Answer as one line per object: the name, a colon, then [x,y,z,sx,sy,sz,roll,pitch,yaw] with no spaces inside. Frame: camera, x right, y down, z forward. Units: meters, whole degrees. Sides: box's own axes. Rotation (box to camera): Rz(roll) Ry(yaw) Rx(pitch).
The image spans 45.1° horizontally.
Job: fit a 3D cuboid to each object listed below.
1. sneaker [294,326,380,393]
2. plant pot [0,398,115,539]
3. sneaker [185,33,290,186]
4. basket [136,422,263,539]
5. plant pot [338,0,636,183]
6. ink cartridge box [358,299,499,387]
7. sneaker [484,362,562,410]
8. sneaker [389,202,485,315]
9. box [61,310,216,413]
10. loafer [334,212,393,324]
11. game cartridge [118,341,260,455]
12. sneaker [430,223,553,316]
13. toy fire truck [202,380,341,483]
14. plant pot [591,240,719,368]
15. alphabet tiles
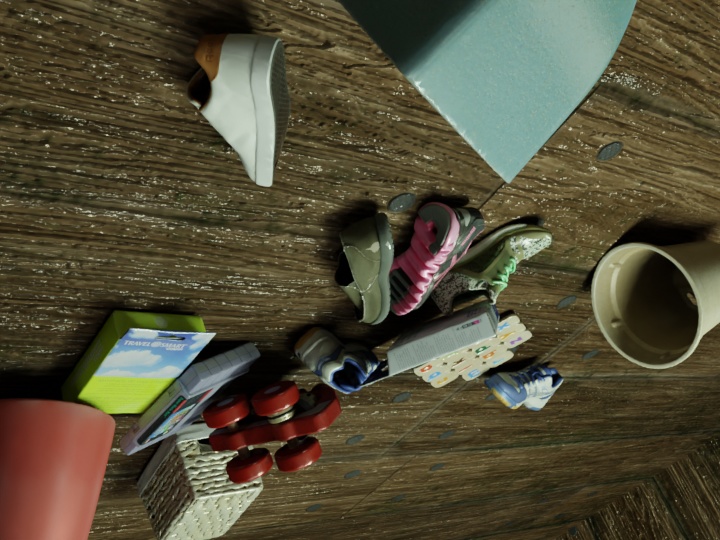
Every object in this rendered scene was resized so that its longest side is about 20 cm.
sneaker: [-0.020,0.152,1.278,0.075,0.088,0.200,-48,146,9]
plant pot: [-0.412,0.271,1.075,0.200,0.177,0.200,-3,155,-1]
sneaker: [-0.112,-0.150,0.800,0.085,0.073,0.200,11,153,3]
basket: [-0.257,0.343,1.392,0.136,0.123,0.200,0,142,-35]
plant pot: [0.104,-0.232,0.690,0.200,0.196,0.196,-43,145,13]
ink cartridge box: [0.098,0.098,1.238,0.200,0.043,0.196,-21,180,10]
sneaker: [0.303,0.203,1.605,0.088,0.075,0.200,-49,149,18]
sneaker: [0.097,-0.014,1.138,0.095,0.079,0.200,-14,151,-38]
box: [-0.282,0.114,1.091,0.122,0.048,0.200,6,140,-40]
loafer: [0.000,0.000,1.096,0.070,0.075,0.200,-6,142,-6]
game cartridge: [-0.236,0.179,1.197,0.200,0.038,0.130,-44,171,31]
sneaker: [0.181,0.007,1.198,0.200,0.089,0.077,-25,149,1]
toy fire truck: [-0.116,0.208,1.245,0.200,0.112,0.168,-17,-170,24]
plant pot: [0.507,0.034,1.390,0.183,0.200,0.200,-16,151,-35]
alphabet tiles: [0.191,0.136,1.480,0.196,0.015,0.200,-31,149,12]
